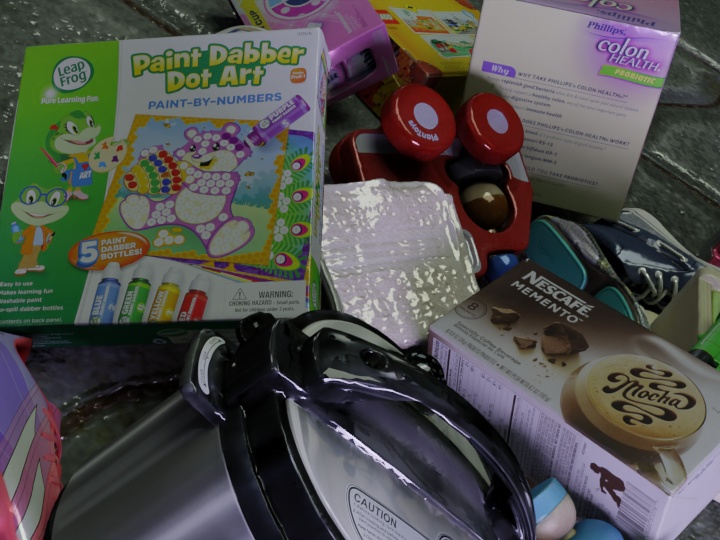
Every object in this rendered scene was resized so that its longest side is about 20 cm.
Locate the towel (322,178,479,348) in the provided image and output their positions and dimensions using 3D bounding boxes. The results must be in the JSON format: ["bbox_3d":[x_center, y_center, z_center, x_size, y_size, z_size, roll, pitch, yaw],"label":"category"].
[{"bbox_3d":[0.000,0.000,0.745,0.200,0.034,0.133,-8,74,-30],"label":"towel"}]

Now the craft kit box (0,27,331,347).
[{"bbox_3d":[-0.121,-0.053,0.625,0.200,0.049,0.198,-3,66,7],"label":"craft kit box"}]

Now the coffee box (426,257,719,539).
[{"bbox_3d":[0.153,0.089,0.691,0.113,0.080,0.200,-31,50,-31],"label":"coffee box"}]

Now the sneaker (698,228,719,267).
[{"bbox_3d":[0.427,0.034,1.036,0.095,0.079,0.200,27,35,-24],"label":"sneaker"}]

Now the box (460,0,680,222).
[{"bbox_3d":[0.191,-0.172,0.968,0.176,0.200,0.097,14,37,7],"label":"box"}]

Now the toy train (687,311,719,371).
[{"bbox_3d":[0.295,0.049,0.761,0.056,0.042,0.200,36,40,22],"label":"toy train"}]

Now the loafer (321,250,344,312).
[{"bbox_3d":[-0.061,-0.026,0.664,0.070,0.070,0.200,-21,81,-34],"label":"loafer"}]

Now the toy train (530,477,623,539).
[{"bbox_3d":[0.102,0.206,0.564,0.116,0.085,0.200,47,38,11],"label":"toy train"}]

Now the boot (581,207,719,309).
[{"bbox_3d":[0.295,0.018,0.966,0.090,0.073,0.200,-18,49,-39],"label":"boot"}]

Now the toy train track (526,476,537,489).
[{"bbox_3d":[0.126,0.142,0.716,0.115,0.033,0.200,28,36,-2],"label":"toy train track"}]

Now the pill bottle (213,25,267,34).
[{"bbox_3d":[-0.129,-0.113,0.778,0.116,0.116,0.200,35,36,8],"label":"pill bottle"}]

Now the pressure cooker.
[{"bbox_3d":[-0.026,0.115,0.464,0.176,0.200,0.179,8,51,-60],"label":"pressure cooker"}]

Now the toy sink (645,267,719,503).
[{"bbox_3d":[0.313,0.085,0.849,0.130,0.112,0.200,30,35,0],"label":"toy sink"}]

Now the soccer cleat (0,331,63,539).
[{"bbox_3d":[-0.180,0.105,0.523,0.076,0.067,0.200,0,42,-43],"label":"soccer cleat"}]

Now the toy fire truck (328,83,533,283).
[{"bbox_3d":[0.073,-0.062,0.885,0.200,0.112,0.168,-1,70,-35],"label":"toy fire truck"}]

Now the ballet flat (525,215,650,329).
[{"bbox_3d":[0.217,0.027,0.891,0.072,0.072,0.200,4,43,-32],"label":"ballet flat"}]

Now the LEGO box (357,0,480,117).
[{"bbox_3d":[0.079,-0.230,1.099,0.200,0.077,0.149,-12,52,-43],"label":"LEGO box"}]

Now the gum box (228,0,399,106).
[{"bbox_3d":[-0.053,-0.244,0.985,0.113,0.066,0.200,-28,54,-2],"label":"gum box"}]
